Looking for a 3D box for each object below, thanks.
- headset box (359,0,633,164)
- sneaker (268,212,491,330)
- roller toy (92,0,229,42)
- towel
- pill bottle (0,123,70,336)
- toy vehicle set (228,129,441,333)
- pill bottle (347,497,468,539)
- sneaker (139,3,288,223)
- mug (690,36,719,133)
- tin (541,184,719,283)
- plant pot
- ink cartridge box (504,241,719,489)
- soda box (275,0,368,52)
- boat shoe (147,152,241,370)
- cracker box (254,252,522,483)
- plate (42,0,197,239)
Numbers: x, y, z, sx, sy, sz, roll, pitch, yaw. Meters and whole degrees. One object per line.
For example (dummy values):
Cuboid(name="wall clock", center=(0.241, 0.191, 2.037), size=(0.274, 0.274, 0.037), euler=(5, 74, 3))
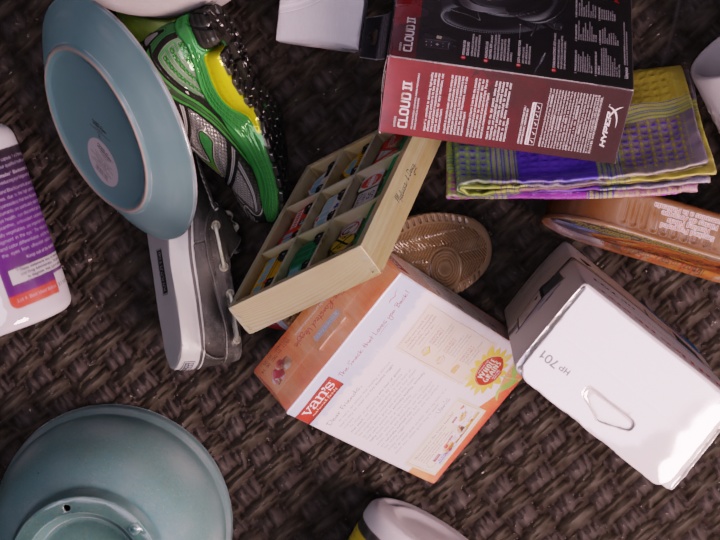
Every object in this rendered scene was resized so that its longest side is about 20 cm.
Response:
Cuboid(name="headset box", center=(0.100, -0.166, 1.250), size=(0.199, 0.149, 0.077), euler=(7, 134, 1))
Cuboid(name="sneaker", center=(0.000, 0.000, 1.332), size=(0.199, 0.112, 0.072), euler=(-16, 97, -27))
Cuboid(name="roller toy", center=(-0.155, -0.283, 1.251), size=(0.182, 0.140, 0.200), euler=(-41, 94, 6))
Cuboid(name="towel", center=(0.165, -0.108, 1.275), size=(0.199, 0.144, 0.023), euler=(-2, 134, 5))
Cuboid(name="pill bottle", center=(-0.309, -0.049, 1.304), size=(0.111, 0.111, 0.201), euler=(-17, 97, 4))
Cuboid(name="toy vehicle set", center=(-0.014, -0.041, 1.236), size=(0.124, 0.200, 0.027), euler=(-25, 113, 31))
Cuboid(name="pill bottle", center=(0.010, 0.295, 1.345), size=(0.111, 0.111, 0.201), euler=(28, 99, -2))
Cuboid(name="sneaker", center=(-0.110, -0.114, 1.282), size=(0.085, 0.078, 0.201), euler=(-15, 130, 13))
Cuboid(name="mug", center=(0.353, -0.100, 1.233), size=(0.147, 0.200, 0.176), euler=(-29, 105, 7))
Cuboid(name="tin", center=(0.240, -0.027, 1.289), size=(0.199, 0.112, 0.042), euler=(17, 88, -1))
Cuboid(name="plant pot", center=(-0.208, 0.220, 1.330), size=(0.199, 0.134, 0.202), euler=(0, 99, 2))
Cuboid(name="ink cartridge box", center=(0.190, 0.066, 1.260), size=(0.146, 0.200, 0.086), euler=(38, 98, -4))
Cuboid(name="soda box", center=(-0.021, -0.272, 1.287), size=(0.068, 0.063, 0.201), euler=(7, 98, 1))
Cuboid(name="boat shoe", center=(-0.131, -0.023, 1.330), size=(0.063, 0.071, 0.201), euler=(-6, 93, -24))
Cuboid(name="cracker box", center=(0.030, 0.072, 1.280), size=(0.134, 0.058, 0.200), euler=(-50, 139, 7))
Cuboid(name="plate", center=(-0.192, -0.110, 1.259), size=(0.026, 0.200, 0.201), euler=(-31, 98, -30))
